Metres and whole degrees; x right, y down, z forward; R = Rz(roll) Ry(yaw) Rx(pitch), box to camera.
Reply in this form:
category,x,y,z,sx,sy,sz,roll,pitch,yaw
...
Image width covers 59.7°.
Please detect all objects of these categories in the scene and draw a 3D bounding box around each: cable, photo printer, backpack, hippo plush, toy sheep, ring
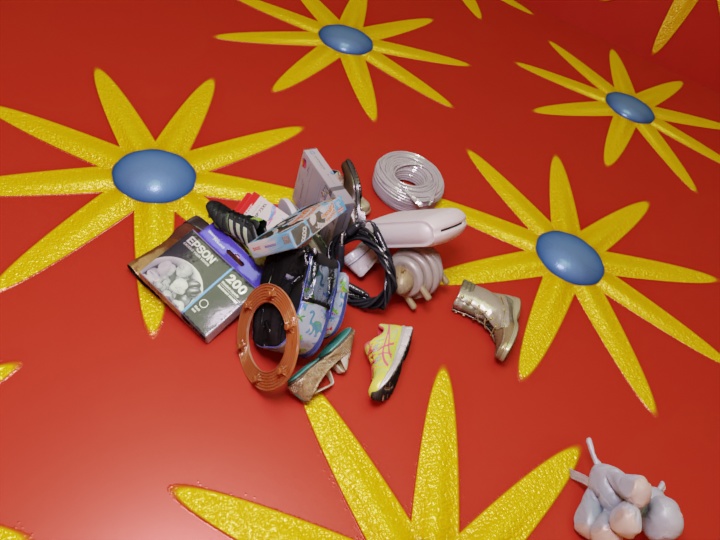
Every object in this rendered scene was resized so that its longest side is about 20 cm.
category,x,y,z,sx,sy,sz,roll,pitch,yaw
cable,0.000,0.000,1.383,0.202,0.162,0.051,65,22,9
cable,0.131,-0.240,1.702,0.199,0.070,0.200,32,46,13
photo printer,0.131,-0.097,1.422,0.199,0.070,0.166,0,14,38
backpack,-0.118,0.070,1.249,0.146,0.182,0.202,22,76,-33
hippo plush,0.498,0.450,1.171,0.160,0.160,0.200,29,1,-14
toy sheep,0.131,0.002,1.445,0.137,0.139,0.200,36,35,16
ring,-0.181,0.126,1.182,0.019,0.201,0.201,4,44,-42

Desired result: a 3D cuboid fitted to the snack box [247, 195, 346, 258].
category,x,y,z,sx,sy,sz,roll,pitch,yaw
snack box,-0.125,-0.090,1.275,0.200,0.115,0.037,-43,115,-51

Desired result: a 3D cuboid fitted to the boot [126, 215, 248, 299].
category,x,y,z,sx,sy,sz,roll,pitch,yaw
boot,-0.362,-0.013,1.340,0.188,0.069,0.200,39,53,6

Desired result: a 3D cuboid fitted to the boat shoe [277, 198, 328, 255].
category,x,y,z,sx,sy,sz,roll,pitch,yaw
boat shoe,-0.129,-0.094,1.488,0.066,0.070,0.201,-12,54,-36

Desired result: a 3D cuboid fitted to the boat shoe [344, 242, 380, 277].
category,x,y,z,sx,sy,sz,roll,pitch,yaw
boat shoe,0.031,-0.047,1.506,0.200,0.073,0.067,-40,97,-41

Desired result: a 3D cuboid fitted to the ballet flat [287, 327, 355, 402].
category,x,y,z,sx,sy,sz,roll,pitch,yaw
ballet flat,-0.067,0.193,1.260,0.200,0.070,0.066,-39,96,-37

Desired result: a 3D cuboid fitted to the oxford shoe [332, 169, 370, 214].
category,x,y,z,sx,sy,sz,roll,pitch,yaw
oxford shoe,-0.057,-0.209,1.607,0.199,0.074,0.071,30,46,10

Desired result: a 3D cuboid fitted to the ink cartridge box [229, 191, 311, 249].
category,x,y,z,sx,sy,sz,roll,pitch,yaw
ink cartridge box,-0.222,-0.093,1.418,0.199,0.067,0.117,35,84,14

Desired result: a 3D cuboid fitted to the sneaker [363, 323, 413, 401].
category,x,y,z,sx,sy,sz,roll,pitch,yaw
sneaker,0.043,0.185,1.291,0.089,0.079,0.201,17,40,10

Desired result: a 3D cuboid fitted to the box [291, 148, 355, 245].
category,x,y,z,sx,sy,sz,roll,pitch,yaw
box,-0.093,-0.168,1.502,0.041,0.157,0.201,-15,54,-31

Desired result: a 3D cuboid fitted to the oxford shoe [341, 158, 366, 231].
category,x,y,z,sx,sy,sz,roll,pitch,yaw
oxford shoe,-0.035,-0.179,1.547,0.083,0.073,0.202,-7,79,2

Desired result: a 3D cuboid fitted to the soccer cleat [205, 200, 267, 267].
category,x,y,z,sx,sy,sz,roll,pitch,yaw
soccer cleat,-0.248,-0.095,1.346,0.200,0.081,0.067,42,29,9

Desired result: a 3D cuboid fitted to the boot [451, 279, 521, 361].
category,x,y,z,sx,sy,sz,roll,pitch,yaw
boot,0.282,0.109,1.431,0.153,0.072,0.201,22,41,2

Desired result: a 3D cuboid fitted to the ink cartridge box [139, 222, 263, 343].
category,x,y,z,sx,sy,sz,roll,pitch,yaw
ink cartridge box,-0.312,0.012,1.297,0.198,0.043,0.200,41,64,9
